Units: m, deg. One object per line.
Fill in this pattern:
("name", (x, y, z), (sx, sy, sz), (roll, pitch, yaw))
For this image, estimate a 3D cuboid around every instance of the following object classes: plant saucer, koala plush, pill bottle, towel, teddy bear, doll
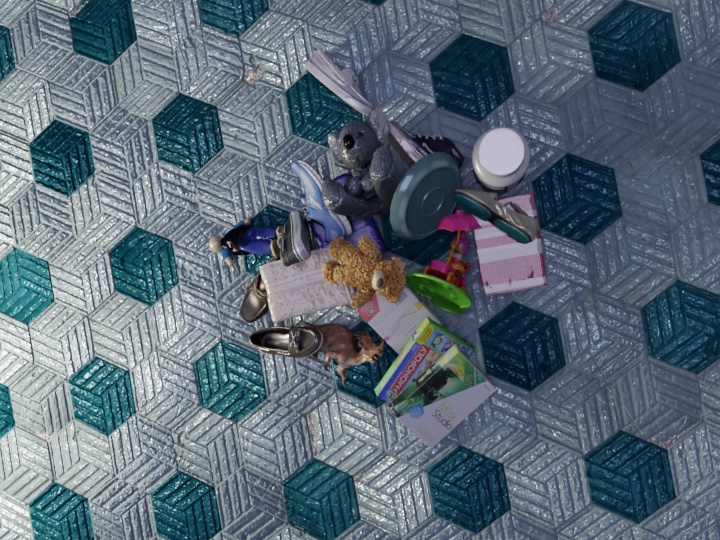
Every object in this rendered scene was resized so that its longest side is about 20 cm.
("plant saucer", (0.145, -0.148, 1.376), (0.027, 0.199, 0.202), (39, 98, 39))
("koala plush", (0.005, -0.231, 1.398), (0.175, 0.183, 0.204), (-27, 69, 22))
("pill bottle", (0.286, -0.227, 1.341), (0.116, 0.200, 0.123), (0, 90, 10))
("towel", (0.321, -0.056, 1.427), (0.140, 0.023, 0.205), (-9, 90, 9))
("teddy bear", (0.000, 0.000, 1.366), (0.199, 0.066, 0.146), (40, 97, 30))
("doll", (-0.269, -0.063, 1.504), (0.196, 0.049, 0.139), (1, 53, 27))
("towel", (-0.116, 0.030, 1.445), (0.195, 0.034, 0.136), (-15, 87, 3))
("towel", (-0.039, -0.104, 1.486), (0.145, 0.050, 0.204), (-23, 86, 4))

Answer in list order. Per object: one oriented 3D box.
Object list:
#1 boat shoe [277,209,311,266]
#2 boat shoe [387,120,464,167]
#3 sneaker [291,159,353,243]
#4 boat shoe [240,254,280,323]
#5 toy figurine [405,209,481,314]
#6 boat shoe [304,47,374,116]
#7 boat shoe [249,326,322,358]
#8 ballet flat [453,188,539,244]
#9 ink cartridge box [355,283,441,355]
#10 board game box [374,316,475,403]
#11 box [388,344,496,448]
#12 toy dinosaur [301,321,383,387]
("boat shoe", (-0.151, -0.074, 1.432), (0.070, 0.201, 0.073), (-23, 114, 5))
("boat shoe", (0.141, -0.272, 1.443), (0.092, 0.075, 0.201), (-41, 85, -5))
("sneaker", (-0.100, -0.150, 1.430), (0.088, 0.079, 0.202), (-32, 85, 2))
("boat shoe", (-0.219, 0.031, 1.505), (0.074, 0.073, 0.202), (35, 96, 9))
("toy figurine", (0.202, -0.028, 1.396), (0.147, 0.200, 0.187), (14, 73, 29))
("boat shoe", (-0.037, -0.423, 1.467), (0.199, 0.073, 0.066), (40, 101, 7))
("boat shoe", (-0.170, 0.158, 1.461), (0.197, 0.056, 0.069), (-6, 73, 40))
("ballet flat", (0.290, -0.129, 1.396), (0.198, 0.068, 0.063), (33, 74, 0))
("ink cartridge box", (0.094, 0.106, 1.431), (0.116, 0.068, 0.200), (-42, 104, 9))
("board game box", (0.139, 0.214, 1.418), (0.133, 0.029, 0.202), (29, 104, -22))
("box", (0.178, 0.274, 1.416), (0.200, 0.036, 0.144), (-44, 114, 7))
("toy dinosaur", (-0.037, 0.163, 1.472), (0.136, 0.086, 0.200), (-47, 66, -2))
